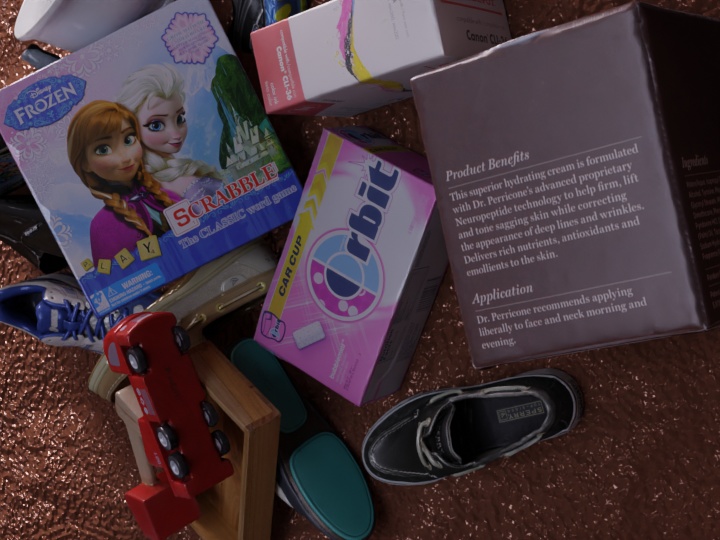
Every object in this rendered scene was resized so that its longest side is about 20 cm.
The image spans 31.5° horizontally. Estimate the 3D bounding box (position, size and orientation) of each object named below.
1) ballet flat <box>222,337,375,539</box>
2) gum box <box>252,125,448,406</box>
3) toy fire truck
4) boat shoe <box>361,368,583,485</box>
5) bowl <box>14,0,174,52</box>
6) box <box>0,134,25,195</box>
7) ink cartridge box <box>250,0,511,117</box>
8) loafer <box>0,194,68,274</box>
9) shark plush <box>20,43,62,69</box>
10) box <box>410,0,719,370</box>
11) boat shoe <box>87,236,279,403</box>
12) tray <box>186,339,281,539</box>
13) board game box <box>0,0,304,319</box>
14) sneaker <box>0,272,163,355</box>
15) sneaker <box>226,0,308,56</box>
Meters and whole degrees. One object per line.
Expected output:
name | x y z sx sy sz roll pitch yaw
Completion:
ballet flat | -0.057 0.148 1.080 0.073 0.073 0.200 -39 80 30
gum box | 0.000 0.000 1.017 0.113 0.066 0.201 29 111 26
toy fire truck | -0.166 0.129 1.048 0.141 0.049 0.201 -3 110 55
boat shoe | 0.072 0.122 0.986 0.199 0.064 0.071 -25 82 33
bowl | -0.203 -0.259 1.082 0.201 0.090 0.202 -41 31 31
box | -0.315 -0.117 1.185 0.199 0.110 0.035 -24 83 33
ink cartridge box | 0.034 -0.170 0.945 0.199 0.116 0.068 -14 87 34
loafer | -0.306 -0.032 1.209 0.199 0.073 0.072 9 99 32
shark plush | -0.197 -0.128 1.087 0.091 0.083 0.200 -32 105 26
box | 0.159 -0.053 0.848 0.165 0.164 0.201 -12 89 34
boat shoe | -0.146 0.051 1.091 0.200 0.074 0.066 -42 81 8
tray | -0.113 0.163 1.076 0.099 0.037 0.201 41 141 32
board game box | -0.169 -0.094 1.037 0.199 0.041 0.200 -28 95 -1
sneaker | -0.252 0.051 1.177 0.199 0.088 0.076 8 98 31
sneaker | -0.093 -0.274 1.043 0.082 0.071 0.201 0 99 27
